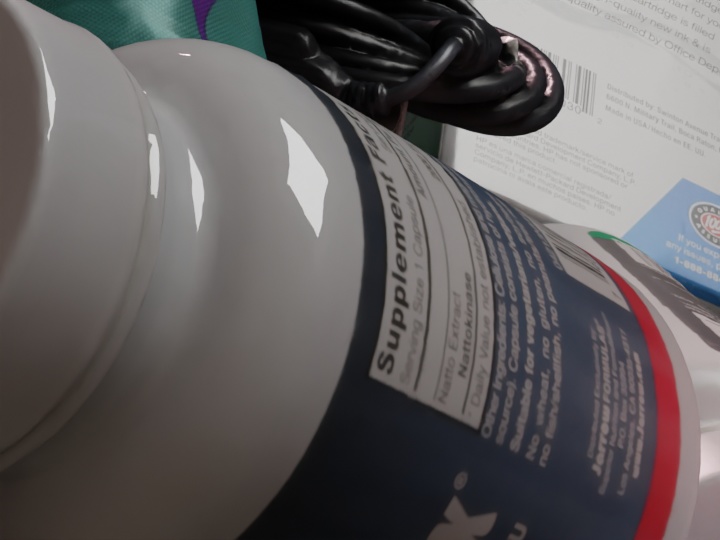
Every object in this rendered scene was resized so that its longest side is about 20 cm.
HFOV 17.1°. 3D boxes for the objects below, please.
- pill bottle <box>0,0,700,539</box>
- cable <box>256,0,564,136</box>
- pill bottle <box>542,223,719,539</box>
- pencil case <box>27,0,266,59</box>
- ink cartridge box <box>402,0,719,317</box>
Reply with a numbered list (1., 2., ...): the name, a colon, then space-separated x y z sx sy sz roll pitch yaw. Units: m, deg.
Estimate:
1. pill bottle: -0.027 0.020 0.506 0.200 0.120 0.120 27 11 -45
2. cable: -0.036 -0.083 0.751 0.199 0.051 0.163 13 15 22
3. pill bottle: 0.083 0.066 0.737 0.113 0.113 0.200 32 8 -21
4. pencil case: -0.070 -0.109 0.594 0.093 0.085 0.201 83 -1 -64
5. ink cartridge box: 0.084 -0.063 0.911 0.146 0.086 0.201 23 49 -17
